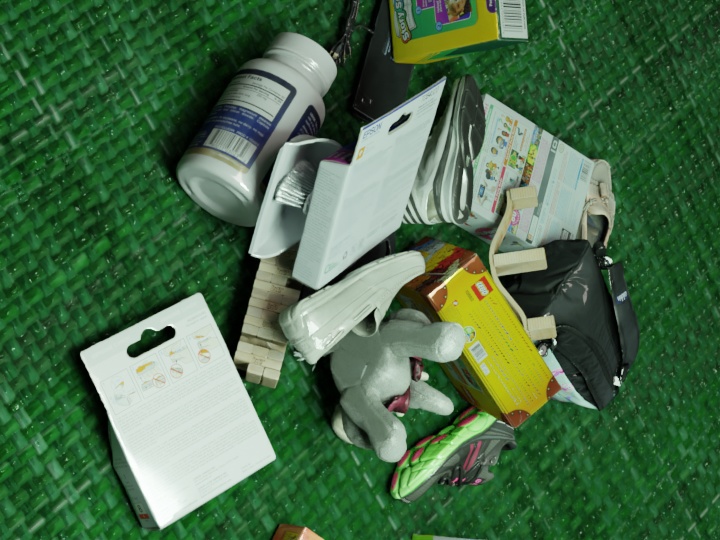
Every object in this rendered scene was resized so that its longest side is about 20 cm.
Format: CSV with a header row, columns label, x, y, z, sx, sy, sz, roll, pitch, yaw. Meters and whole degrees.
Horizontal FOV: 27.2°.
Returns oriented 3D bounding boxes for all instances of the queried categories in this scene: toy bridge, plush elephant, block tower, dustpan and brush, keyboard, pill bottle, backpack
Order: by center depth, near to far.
label,x,y,z,sx,sy,sz,roll,pitch,yaw
dustpan and brush,-0.041,-0.096,1.602,0.200,0.057,0.141,-47,160,-60
pill bottle,-0.106,-0.157,1.615,0.111,0.111,0.201,42,64,-26
block tower,-0.092,0.022,1.635,0.053,0.058,0.202,15,74,-4
plush elephant,0.035,0.126,1.681,0.155,0.199,0.166,32,81,-54
toy bridge,0.186,-0.011,1.756,0.027,0.066,0.202,69,15,-59
keyboard,0.020,-0.277,1.774,0.127,0.020,0.202,28,70,-38
backpack,0.258,0.075,1.839,0.167,0.126,0.201,-48,128,-19

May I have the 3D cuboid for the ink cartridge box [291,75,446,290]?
label,x,y,z,sx,sy,sz,roll,pitch,yaw
ink cartridge box,0.009,-0.102,1.598,0.196,0.043,0.201,-37,148,-53

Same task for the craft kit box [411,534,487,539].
label,x,y,z,sx,sy,sz,roll,pitch,yaw
craft kit box,0.186,0.362,1.736,0.199,0.197,0.049,29,71,-32

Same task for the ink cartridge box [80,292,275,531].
label,x,y,z,sx,sy,sz,roll,pitch,yaw
ink cartridge box,-0.198,0.148,1.572,0.161,0.050,0.201,-28,94,-34

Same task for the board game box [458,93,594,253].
label,x,y,z,sx,sy,sz,roll,pitch,yaw
board game box,0.189,-0.107,1.858,0.199,0.064,0.149,28,70,-33

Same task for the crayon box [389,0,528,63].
label,x,y,z,sx,sy,sz,roll,pitch,yaw
crayon box,0.107,-0.352,1.727,0.058,0.172,0.202,-5,91,-42

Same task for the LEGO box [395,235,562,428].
label,x,y,z,sx,sy,sz,roll,pitch,yaw
LEGO box,0.128,0.070,1.737,0.077,0.149,0.201,-38,110,-11

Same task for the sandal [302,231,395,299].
label,x,y,z,sx,sy,sz,roll,pitch,yaw
sandal,0.000,0.001,1.693,0.200,0.042,0.077,-54,128,-48

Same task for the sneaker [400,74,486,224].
label,x,y,z,sx,sy,sz,roll,pitch,yaw
sneaker,0.078,-0.143,1.754,0.076,0.114,0.202,53,41,-50

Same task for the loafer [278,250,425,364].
label,x,y,z,sx,sy,sz,roll,pitch,yaw
loafer,-0.001,0.037,1.608,0.199,0.070,0.070,-29,92,-34

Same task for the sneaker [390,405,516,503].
label,x,y,z,sx,sy,sz,roll,pitch,yaw
sneaker,0.119,0.226,1.772,0.199,0.076,0.084,-29,99,-33

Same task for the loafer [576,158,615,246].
label,x,y,z,sx,sy,sz,roll,pitch,yaw
loafer,0.302,-0.052,1.936,0.072,0.063,0.202,25,72,-31

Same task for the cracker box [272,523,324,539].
label,x,y,z,sx,sy,sz,roll,pitch,yaw
cracker box,-0.035,0.390,1.657,0.200,0.057,0.135,39,65,-28
